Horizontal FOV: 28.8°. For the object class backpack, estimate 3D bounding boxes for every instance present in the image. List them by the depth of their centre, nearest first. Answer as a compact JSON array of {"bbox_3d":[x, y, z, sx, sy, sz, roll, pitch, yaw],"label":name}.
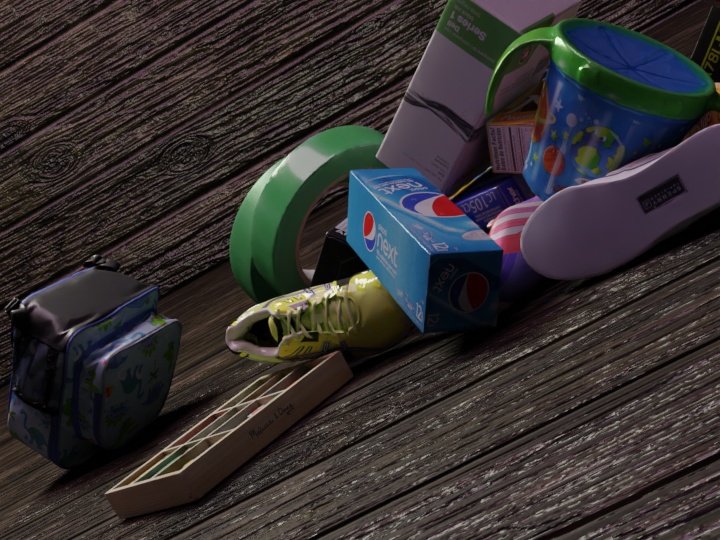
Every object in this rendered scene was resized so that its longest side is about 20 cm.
[{"bbox_3d":[-0.298,0.117,1.548,0.183,0.146,0.201,-36,-32,-54],"label":"backpack"}]

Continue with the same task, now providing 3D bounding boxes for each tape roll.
[{"bbox_3d":[-0.019,-0.051,1.479,0.200,0.201,0.048,-32,43,-20],"label":"tape roll"},{"bbox_3d":[-0.048,-0.038,1.544,0.200,0.201,0.048,-32,45,-19],"label":"tape roll"}]

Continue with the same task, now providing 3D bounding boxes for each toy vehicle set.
[{"bbox_3d":[-0.109,0.138,1.182,0.124,0.027,0.200,-23,10,48],"label":"toy vehicle set"}]

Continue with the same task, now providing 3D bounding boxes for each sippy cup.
[{"bbox_3d":[0.195,-0.112,1.114,0.139,0.178,0.131,-13,-48,-45],"label":"sippy cup"}]

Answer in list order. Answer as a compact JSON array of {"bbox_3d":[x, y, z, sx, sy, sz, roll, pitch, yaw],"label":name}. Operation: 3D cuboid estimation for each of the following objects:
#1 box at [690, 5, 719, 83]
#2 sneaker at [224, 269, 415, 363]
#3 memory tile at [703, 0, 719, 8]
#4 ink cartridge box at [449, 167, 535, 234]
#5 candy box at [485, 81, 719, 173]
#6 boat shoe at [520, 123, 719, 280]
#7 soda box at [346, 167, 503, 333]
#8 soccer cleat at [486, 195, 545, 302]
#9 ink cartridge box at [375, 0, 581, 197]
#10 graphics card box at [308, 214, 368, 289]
[{"bbox_3d":[0.384,-0.240,1.362,0.200,0.047,0.194,-36,-27,-41],"label":"box"},{"bbox_3d":[-0.034,0.049,1.230,0.199,0.076,0.076,-21,-5,38],"label":"sneaker"},{"bbox_3d":[0.333,-0.168,0.973,0.017,0.199,0.153,-66,13,-1],"label":"memory tile"},{"bbox_3d":[0.144,-0.060,1.384,0.136,0.077,0.200,-22,12,48],"label":"ink cartridge box"},{"bbox_3d":[0.229,-0.130,1.284,0.199,0.056,0.115,5,28,34],"label":"candy box"},{"bbox_3d":[0.216,-0.048,1.051,0.199,0.074,0.065,-22,-6,29],"label":"boat shoe"},{"bbox_3d":[0.048,-0.021,1.146,0.064,0.068,0.200,-4,24,-18],"label":"soda box"},{"bbox_3d":[0.165,-0.035,1.165,0.076,0.067,0.200,-10,17,36],"label":"soccer cleat"},{"bbox_3d":[0.112,-0.183,1.351,0.146,0.084,0.201,-36,-22,-52],"label":"ink cartridge box"},{"bbox_3d":[0.000,0.000,1.372,0.200,0.051,0.126,-48,-22,-66],"label":"graphics card box"}]
